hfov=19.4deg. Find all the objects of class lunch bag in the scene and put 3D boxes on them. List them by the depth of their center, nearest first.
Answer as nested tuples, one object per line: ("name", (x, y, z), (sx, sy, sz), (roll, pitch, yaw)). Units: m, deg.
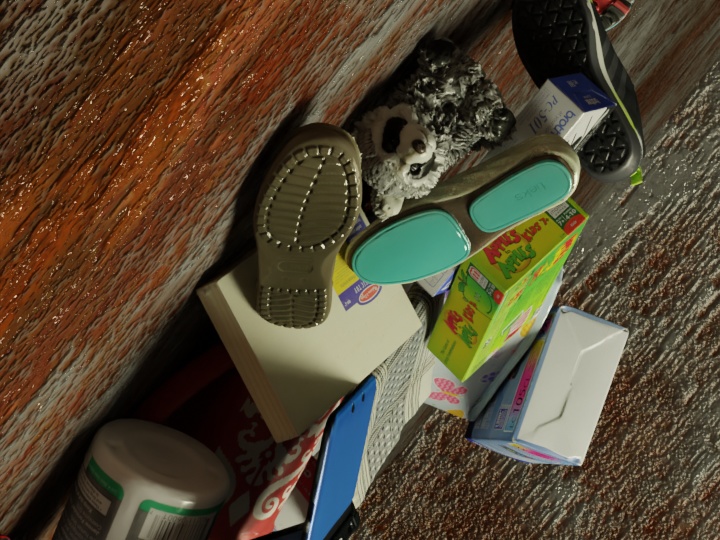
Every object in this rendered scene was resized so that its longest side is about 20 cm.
("lunch bag", (0.077, 0.023, 1.948), (0.200, 0.169, 0.127), (122, -17, -47))

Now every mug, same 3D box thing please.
("mug", (-0.090, 0.115, 1.712), (0.200, 0.133, 0.177), (-57, 171, 22))

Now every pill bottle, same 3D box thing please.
("pill bottle", (-0.186, 0.225, 1.617), (0.201, 0.113, 0.113), (-65, 167, 18))

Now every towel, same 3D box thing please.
("towel", (0.023, 0.119, 1.835), (0.200, 0.034, 0.193), (101, 15, -45))

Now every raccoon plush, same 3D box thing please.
("raccoon plush", (0.044, -0.095, 1.653), (0.134, 0.097, 0.200), (-41, 170, -7))

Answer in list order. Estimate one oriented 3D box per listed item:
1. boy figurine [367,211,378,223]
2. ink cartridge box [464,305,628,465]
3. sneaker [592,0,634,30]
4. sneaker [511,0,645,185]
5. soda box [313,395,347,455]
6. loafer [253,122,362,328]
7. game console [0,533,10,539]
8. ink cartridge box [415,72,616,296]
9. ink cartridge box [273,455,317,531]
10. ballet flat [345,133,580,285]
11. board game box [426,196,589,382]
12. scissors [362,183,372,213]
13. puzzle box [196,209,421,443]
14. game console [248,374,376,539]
("boy figurine", (0.000, 0.000, 1.815), (0.124, 0.065, 0.200), (-7, 147, -44))
("ink cartridge box", (0.168, 0.110, 1.983), (0.200, 0.076, 0.137), (157, -46, -78))
("sneaker", (0.216, -0.256, 1.852), (0.200, 0.079, 0.096), (-47, 173, -20))
("sneaker", (0.187, -0.163, 1.771), (0.071, 0.201, 0.083), (-19, 179, 24))
("soda box", (-0.059, 0.126, 1.944), (0.200, 0.068, 0.064), (-48, -150, 43))
("loafer", (-0.043, -0.040, 1.501), (0.200, 0.076, 0.068), (107, -14, -49))
("game console", (-0.321, 0.285, 1.572), (0.200, 0.031, 0.177), (-49, 171, -12))
("ink cartridge box", (0.120, -0.070, 1.716), (0.200, 0.044, 0.094), (-51, 167, 21))
("ink cartridge box", (-0.124, 0.251, 1.861), (0.148, 0.086, 0.200), (-39, 177, 39))
("ballet flat", (0.081, -0.047, 1.645), (0.199, 0.068, 0.062), (-23, -152, 12))
("board game box", (0.120, 0.011, 1.759), (0.102, 0.048, 0.200), (-42, 168, -22))
("scissors", (0.013, -0.067, 1.831), (0.073, 0.014, 0.200), (-46, 169, -31))
("puzzle box", (-0.035, 0.030, 1.624), (0.025, 0.133, 0.200), (-21, -170, 38))
("game console", (-0.063, 0.173, 1.608), (0.170, 0.119, 0.200), (-19, -177, 12))
